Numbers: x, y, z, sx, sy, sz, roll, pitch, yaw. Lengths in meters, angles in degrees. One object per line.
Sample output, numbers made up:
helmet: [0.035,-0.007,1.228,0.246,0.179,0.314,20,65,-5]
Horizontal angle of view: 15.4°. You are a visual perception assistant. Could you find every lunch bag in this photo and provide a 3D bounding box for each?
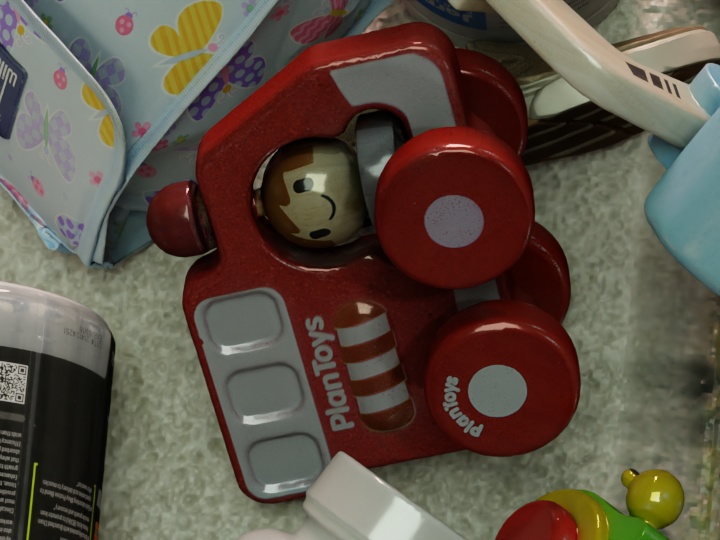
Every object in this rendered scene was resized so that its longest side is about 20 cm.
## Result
lunch bag: [-0.112,-0.121,1.211,0.200,0.127,0.170,-45,71,16]

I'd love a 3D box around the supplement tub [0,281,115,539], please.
supplement tub: [-0.174,0.113,1.148,0.122,0.123,0.201,2,72,6]

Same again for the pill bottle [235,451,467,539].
pill bottle: [-0.033,0.180,1.106,0.113,0.113,0.200,34,86,14]

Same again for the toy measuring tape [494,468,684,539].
toy measuring tape: [0.065,0.158,1.151,0.074,0.074,0.200,44,99,16]

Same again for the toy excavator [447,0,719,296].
toy excavator: [0.140,-0.055,1.078,0.100,0.200,0.195,-49,41,23]

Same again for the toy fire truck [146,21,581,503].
toy fire truck: [0.000,0.000,1.141,0.167,0.112,0.201,-13,116,8]

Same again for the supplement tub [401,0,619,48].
supplement tub: [0.064,-0.189,1.180,0.131,0.200,0.132,-2,72,5]

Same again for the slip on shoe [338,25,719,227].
slip on shoe: [0.066,-0.080,1.215,0.199,0.076,0.061,-21,72,6]
